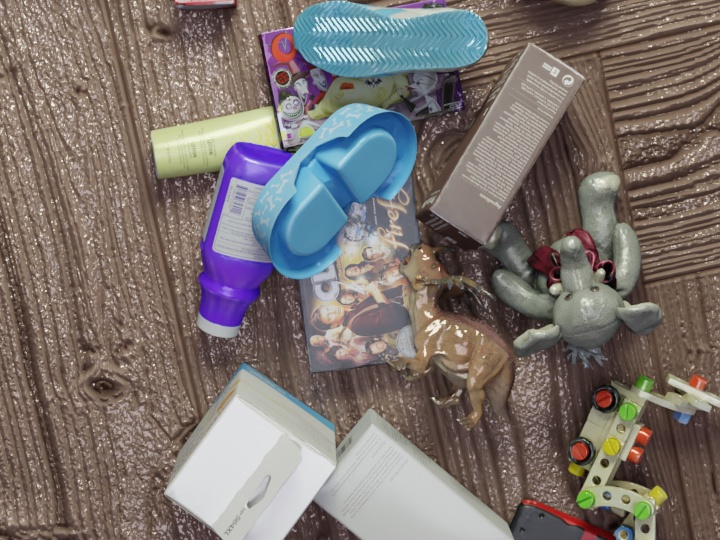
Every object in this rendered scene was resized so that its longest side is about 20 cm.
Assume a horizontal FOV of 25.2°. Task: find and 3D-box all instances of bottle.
[{"bbox_3d":[-0.122,-0.029,1.664,0.083,0.065,0.202,11,111,-17],"label":"bottle"}]

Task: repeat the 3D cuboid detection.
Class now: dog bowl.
[{"bbox_3d":[-0.030,-0.085,1.618,0.200,0.049,0.112,-48,140,-9],"label":"dog bowl"}]

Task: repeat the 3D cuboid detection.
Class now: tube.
[{"bbox_3d":[-0.118,-0.137,1.678,0.198,0.052,0.058,-9,139,-6],"label":"tube"}]

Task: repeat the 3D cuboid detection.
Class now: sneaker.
[{"bbox_3d":[0.031,-0.228,1.621,0.198,0.081,0.077,5,94,8],"label":"sneaker"}]

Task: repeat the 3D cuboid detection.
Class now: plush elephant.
[{"bbox_3d":[0.221,0.017,1.647,0.163,0.155,0.202,-17,96,0],"label":"plush elephant"}]

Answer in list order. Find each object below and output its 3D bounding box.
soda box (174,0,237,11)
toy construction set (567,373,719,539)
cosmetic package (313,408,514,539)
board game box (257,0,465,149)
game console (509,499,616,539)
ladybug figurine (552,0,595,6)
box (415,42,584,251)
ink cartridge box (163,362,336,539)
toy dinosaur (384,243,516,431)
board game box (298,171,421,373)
[{"bbox_3d":[-0.163,-0.367,1.638,0.063,0.070,0.202,-3,96,-2],"label":"soda box"},{"bbox_3d":[0.294,0.190,1.700,0.130,0.092,0.201,27,87,20],"label":"toy construction set"},{"bbox_3d":[0.054,0.255,1.704,0.200,0.085,0.108,41,94,-6],"label":"cosmetic package"},{"bbox_3d":[0.002,-0.204,1.666,0.198,0.032,0.121,-13,93,-10],"label":"board game box"},{"bbox_3d":[0.216,0.370,1.753,0.175,0.031,0.202,23,95,1],"label":"game console"},{"bbox_3d":[0.183,-0.349,1.627,0.200,0.072,0.136,53,58,-28],"label":"ladybug figurine"},{"bbox_3d":[0.140,-0.123,1.644,0.075,0.100,0.201,30,84,-5],"label":"box"},{"bbox_3d":[-0.109,0.194,1.635,0.125,0.200,0.129,36,94,-5],"label":"ink cartridge box"},{"bbox_3d":[0.107,0.075,1.655,0.200,0.086,0.136,40,87,-10],"label":"toy dinosaur"},{"bbox_3d":[0.000,0.000,1.700,0.134,0.035,0.202,-8,96,-1],"label":"board game box"}]
